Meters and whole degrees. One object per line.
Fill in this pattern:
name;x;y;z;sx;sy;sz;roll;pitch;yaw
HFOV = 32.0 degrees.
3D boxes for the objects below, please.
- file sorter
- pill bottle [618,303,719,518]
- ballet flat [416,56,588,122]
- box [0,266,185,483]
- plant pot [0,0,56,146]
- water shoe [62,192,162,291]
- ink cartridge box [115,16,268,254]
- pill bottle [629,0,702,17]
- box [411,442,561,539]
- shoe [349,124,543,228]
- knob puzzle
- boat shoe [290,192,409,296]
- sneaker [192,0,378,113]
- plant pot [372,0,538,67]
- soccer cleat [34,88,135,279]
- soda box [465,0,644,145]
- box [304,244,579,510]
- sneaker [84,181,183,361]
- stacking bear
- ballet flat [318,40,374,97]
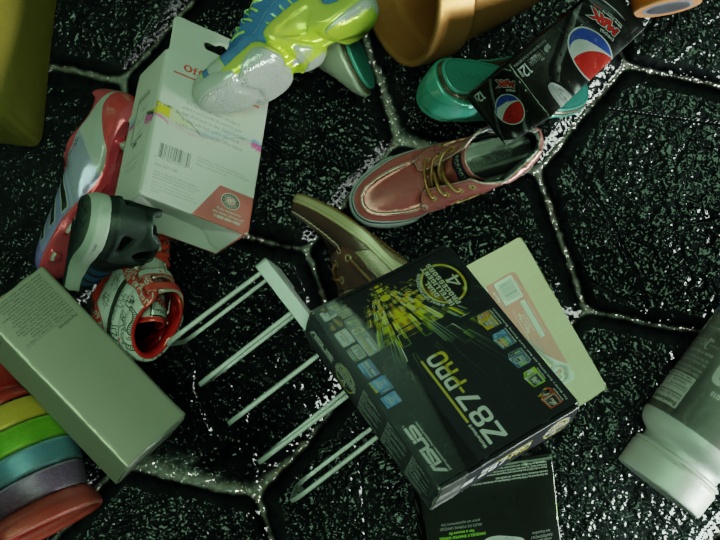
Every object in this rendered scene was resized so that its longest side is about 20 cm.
file sorter;-0.073;0.107;1.205;0.124;0.139;0.200;-38;88;-1
pill bottle;0.348;0.133;1.224;0.114;0.114;0.200;37;87;1
ballet flat;0.136;-0.177;1.250;0.200;0.070;0.067;-2;72;-35
box;-0.266;0.099;1.186;0.200;0.068;0.082;47;59;3
plant pot;-0.410;-0.235;1.184;0.194;0.200;0.196;6;88;-1
water shoe;-0.226;-0.018;1.144;0.079;0.200;0.072;9;79;-15
ink cartridge box;-0.159;-0.131;1.212;0.116;0.067;0.200;21;62;-28
pill bottle;0.291;-0.358;1.252;0.106;0.106;0.200;-8;87;-2
box;0.119;0.256;1.181;0.124;0.149;0.200;-8;99;-2
shoe;0.084;-0.099;1.241;0.200;0.091;0.072;-19;88;-2
knob puzzle;0.118;0.093;1.263;0.219;0.030;0.220;0;88;-2
boat shoe;0.000;0.000;1.236;0.200;0.072;0.072;37;91;12
sneaker;-0.086;-0.231;1.198;0.200;0.076;0.105;-30;69;-13
plant pot;0.091;-0.309;1.214;0.140;0.200;0.200;-16;87;-19
soccer cleat;-0.276;-0.087;1.256;0.076;0.067;0.200;29;93;32
soda box;0.191;-0.202;1.208;0.063;0.071;0.200;51;52;-6
box;0.070;0.088;1.111;0.161;0.049;0.200;-26;65;-25
sneaker;-0.201;-0.011;1.217;0.067;0.108;0.202;17;91;-43
stacking bear;-0.341;0.159;1.214;0.114;0.121;0.200;-24;79;-20
ballet flat;-0.044;-0.259;1.267;0.069;0.069;0.200;-19;83;-2
